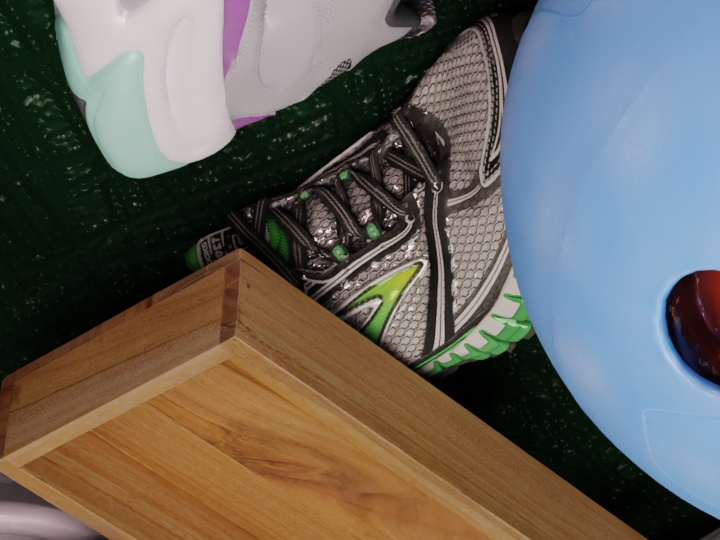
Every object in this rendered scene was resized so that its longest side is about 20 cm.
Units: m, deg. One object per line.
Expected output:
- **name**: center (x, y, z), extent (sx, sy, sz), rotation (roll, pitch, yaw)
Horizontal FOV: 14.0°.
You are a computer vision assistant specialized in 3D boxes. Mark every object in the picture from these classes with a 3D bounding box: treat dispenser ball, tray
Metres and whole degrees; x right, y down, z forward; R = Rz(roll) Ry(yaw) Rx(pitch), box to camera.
- **treat dispenser ball**: center (0.136, -0.026, 0.752), extent (0.200, 0.201, 0.201), rotation (-8, 137, -8)
- **tray**: center (-0.004, 0.072, 0.888), extent (0.099, 0.037, 0.200), rotation (-27, 132, 32)

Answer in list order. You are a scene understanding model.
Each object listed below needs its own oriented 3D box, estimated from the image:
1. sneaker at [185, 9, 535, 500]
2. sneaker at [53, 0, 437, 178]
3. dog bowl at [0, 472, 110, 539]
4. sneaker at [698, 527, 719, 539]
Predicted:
- **sneaker**: center (0.000, 0.000, 0.874), extent (0.085, 0.078, 0.200), rotation (15, 130, -27)
- **sneaker**: center (-0.034, -0.116, 0.754), extent (0.140, 0.078, 0.200), rotation (-22, 146, 5)
- **dog bowl**: center (-0.122, 0.155, 0.936), extent (0.200, 0.059, 0.201), rotation (-2, 99, -13)
- **sneaker**: center (0.093, 0.136, 1.033), extent (0.200, 0.075, 0.085), rotation (-17, -175, -39)
